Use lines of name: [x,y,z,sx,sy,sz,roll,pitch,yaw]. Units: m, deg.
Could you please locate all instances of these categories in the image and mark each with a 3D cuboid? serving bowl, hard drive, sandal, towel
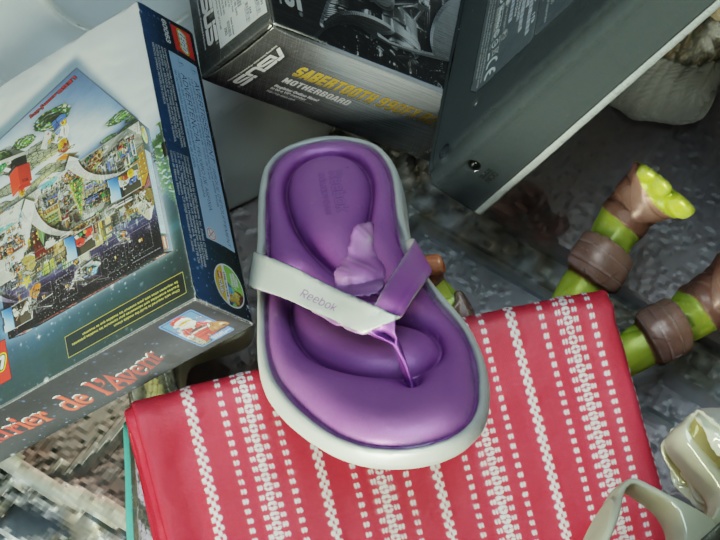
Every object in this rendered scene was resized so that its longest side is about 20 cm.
serving bowl: [-0.099,-0.121,1.197,0.199,0.066,0.201,-1,61,2]
hard drive: [0.105,-0.128,1.068,0.033,0.200,0.140,31,43,-19]
sandal: [-0.007,0.002,1.039,0.082,0.050,0.203,-15,37,-6]
towel: [0.018,0.098,1.043,0.199,0.022,0.145,-13,83,-8]

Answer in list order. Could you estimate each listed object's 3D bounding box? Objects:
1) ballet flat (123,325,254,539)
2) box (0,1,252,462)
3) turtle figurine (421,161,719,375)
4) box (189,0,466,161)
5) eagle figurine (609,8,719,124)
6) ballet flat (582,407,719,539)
ballet flat: [-0.072,0.049,1.101,0.072,0.072,0.201,-11,68,-4]
box: [-0.142,0.000,1.089,0.199,0.038,0.137,-28,59,26]
turtle figurine: [0.088,0.046,1.101,0.161,0.064,0.200,-42,79,-3]
box: [-0.010,-0.153,1.169,0.158,0.048,0.201,17,51,-40]
eagle figurine: [0.204,-0.142,1.185,0.199,0.151,0.153,-8,102,-36]
ballet flat: [0.133,0.093,1.017,0.068,0.068,0.200,48,52,2]
